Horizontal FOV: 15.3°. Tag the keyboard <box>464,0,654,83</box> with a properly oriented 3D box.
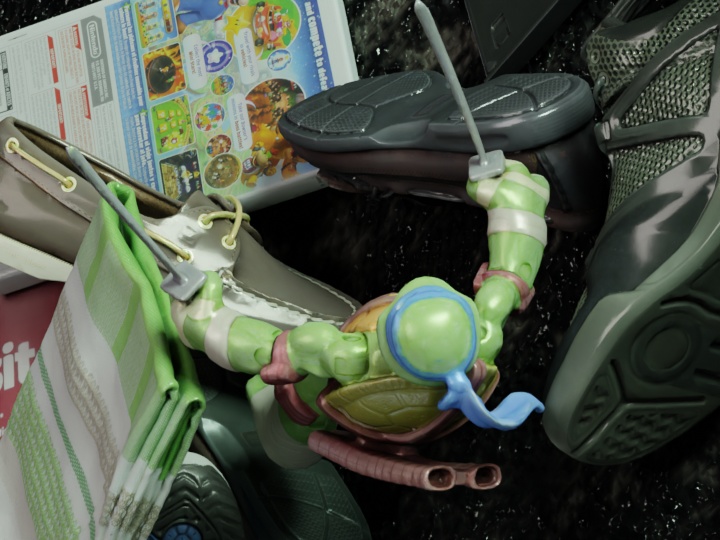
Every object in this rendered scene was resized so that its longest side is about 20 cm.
[{"bbox_3d":[0.114,-0.151,1.137,0.200,0.021,0.127,-49,37,34],"label":"keyboard"}]

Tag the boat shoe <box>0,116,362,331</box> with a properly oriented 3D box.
[{"bbox_3d":[-0.086,-0.011,1.234,0.072,0.199,0.060,-37,-33,-72],"label":"boat shoe"}]

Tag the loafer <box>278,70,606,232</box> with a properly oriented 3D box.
[{"bbox_3d":[0.033,-0.048,1.172,0.200,0.072,0.063,5,121,56],"label":"loafer"}]

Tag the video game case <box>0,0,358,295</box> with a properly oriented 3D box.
[{"bbox_3d":[-0.098,-0.079,1.311,0.199,0.018,0.144,-18,57,11],"label":"video game case"}]

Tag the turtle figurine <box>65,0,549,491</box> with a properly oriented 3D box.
[{"bbox_3d":[0.000,0.000,1.080,0.144,0.200,0.194,-47,-8,-17],"label":"turtle figurine"}]

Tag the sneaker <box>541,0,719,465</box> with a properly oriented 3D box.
[{"bbox_3d":[0.119,-0.026,1.037,0.200,0.076,0.114,-63,35,11],"label":"sneaker"}]

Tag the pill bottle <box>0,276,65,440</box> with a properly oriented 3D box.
[{"bbox_3d":[-0.142,0.049,1.337,0.113,0.113,0.201,-36,51,42],"label":"pill bottle"}]

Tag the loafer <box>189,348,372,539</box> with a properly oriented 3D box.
[{"bbox_3d":[-0.059,0.085,1.250,0.063,0.072,0.200,-62,39,32],"label":"loafer"}]

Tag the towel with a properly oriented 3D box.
[{"bbox_3d":[-0.127,0.081,1.154,0.200,0.031,0.149,-65,32,30],"label":"towel"}]

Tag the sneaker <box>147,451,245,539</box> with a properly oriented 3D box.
[{"bbox_3d":[-0.090,0.157,1.213,0.077,0.075,0.201,-102,15,-53],"label":"sneaker"}]
